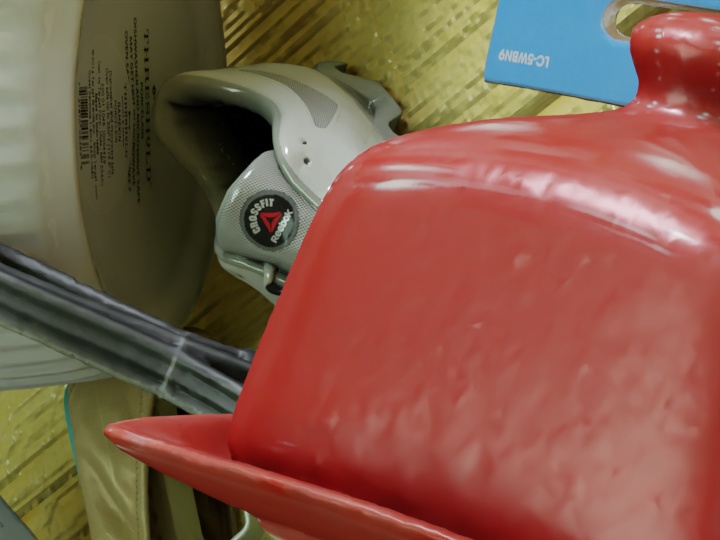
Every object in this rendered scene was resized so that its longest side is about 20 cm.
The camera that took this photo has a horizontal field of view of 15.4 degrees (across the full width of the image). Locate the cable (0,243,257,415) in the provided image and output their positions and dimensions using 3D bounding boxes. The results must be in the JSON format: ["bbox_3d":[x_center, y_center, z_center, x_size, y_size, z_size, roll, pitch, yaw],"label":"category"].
[{"bbox_3d":[-0.044,0.046,0.785,0.097,0.199,0.051,-102,32,-76],"label":"cable"}]

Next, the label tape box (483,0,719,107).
[{"bbox_3d":[0.118,-0.140,0.730,0.144,0.063,0.201,16,99,47],"label":"label tape box"}]

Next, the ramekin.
[{"bbox_3d":[-0.117,-0.053,0.896,0.104,0.200,0.201,2,89,15],"label":"ramekin"}]

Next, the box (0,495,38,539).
[{"bbox_3d":[-0.153,0.190,0.917,0.200,0.104,0.185,37,129,52],"label":"box"}]

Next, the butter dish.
[{"bbox_3d":[0.074,0.010,0.656,0.199,0.199,0.149,15,97,38],"label":"butter dish"}]

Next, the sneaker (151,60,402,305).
[{"bbox_3d":[0.000,0.000,0.839,0.200,0.088,0.074,43,117,39],"label":"sneaker"}]

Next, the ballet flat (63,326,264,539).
[{"bbox_3d":[-0.058,0.112,0.916,0.063,0.069,0.201,-25,70,29],"label":"ballet flat"}]
